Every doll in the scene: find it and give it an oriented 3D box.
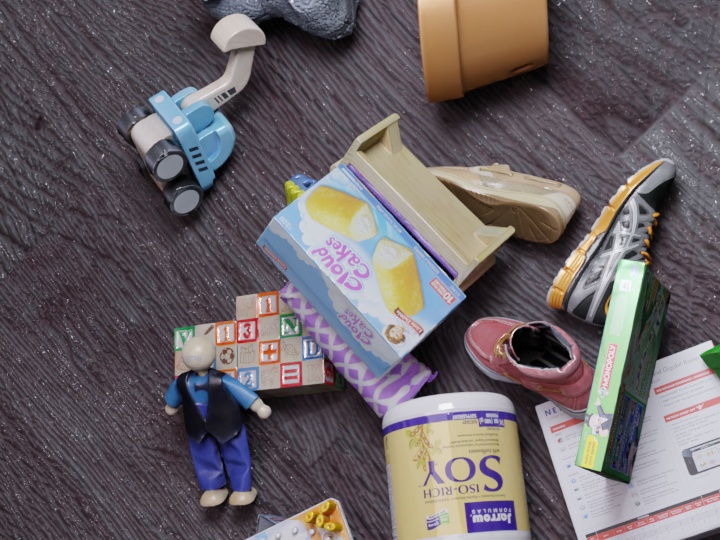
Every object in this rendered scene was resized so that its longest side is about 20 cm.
[{"bbox_3d":[-0.165,0.170,1.530,0.136,0.048,0.201,-5,105,23],"label":"doll"}]

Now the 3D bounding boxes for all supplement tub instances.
[{"bbox_3d":[0.101,0.238,1.388,0.145,0.145,0.201,-12,73,21],"label":"supplement tub"}]

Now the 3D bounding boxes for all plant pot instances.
[{"bbox_3d":[0.137,-0.295,1.489,0.139,0.200,0.201,-4,75,6],"label":"plant pot"}]

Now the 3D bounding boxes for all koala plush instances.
[{"bbox_3d":[-0.112,-0.355,1.620,0.199,0.177,0.185,-11,83,17],"label":"koala plush"}]

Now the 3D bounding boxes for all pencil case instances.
[{"bbox_3d":[-0.002,0.070,1.475,0.085,0.084,0.200,-40,90,-25],"label":"pencil case"}]

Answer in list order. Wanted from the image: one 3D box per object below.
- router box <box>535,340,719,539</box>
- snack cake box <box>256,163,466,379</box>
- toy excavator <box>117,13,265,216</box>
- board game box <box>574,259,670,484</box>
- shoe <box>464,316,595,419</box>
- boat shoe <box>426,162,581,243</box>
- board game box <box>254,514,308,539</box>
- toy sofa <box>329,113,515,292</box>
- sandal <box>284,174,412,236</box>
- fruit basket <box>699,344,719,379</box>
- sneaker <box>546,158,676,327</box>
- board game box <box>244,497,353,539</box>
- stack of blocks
[{"bbox_3d":[0.302,0.192,1.363,0.199,0.049,0.181,-22,69,18],"label":"router box"},{"bbox_3d":[0.000,0.000,1.421,0.200,0.067,0.115,47,56,3],"label":"snack cake box"},{"bbox_3d":[-0.192,-0.196,1.621,0.199,0.195,0.100,-34,53,-12],"label":"toy excavator"},{"bbox_3d":[0.259,0.102,1.301,0.029,0.134,0.201,10,81,26],"label":"board game box"},{"bbox_3d":[0.171,0.080,1.396,0.072,0.091,0.200,-48,42,-11],"label":"shoe"},{"bbox_3d":[0.151,-0.083,1.495,0.199,0.072,0.065,19,50,32],"label":"boat shoe"},{"bbox_3d":[-0.063,0.376,1.475,0.200,0.062,0.200,39,95,28],"label":"board game box"},{"bbox_3d":[0.062,-0.065,1.466,0.200,0.083,0.098,46,135,7],"label":"toy sofa"},{"bbox_3d":[-0.012,-0.055,1.560,0.087,0.080,0.200,-36,55,-23],"label":"sandal"},{"bbox_3d":[0.424,0.033,1.284,0.214,0.156,0.217,0,85,1],"label":"fruit basket"},{"bbox_3d":[0.281,-0.029,1.419,0.077,0.078,0.201,35,96,14],"label":"sneaker"},{"bbox_3d":[-0.080,0.376,1.434,0.199,0.026,0.201,-28,67,16],"label":"board game box"},{"bbox_3d":[-0.121,0.090,1.571,0.199,0.059,0.116,-9,74,22],"label":"stack of blocks"}]
